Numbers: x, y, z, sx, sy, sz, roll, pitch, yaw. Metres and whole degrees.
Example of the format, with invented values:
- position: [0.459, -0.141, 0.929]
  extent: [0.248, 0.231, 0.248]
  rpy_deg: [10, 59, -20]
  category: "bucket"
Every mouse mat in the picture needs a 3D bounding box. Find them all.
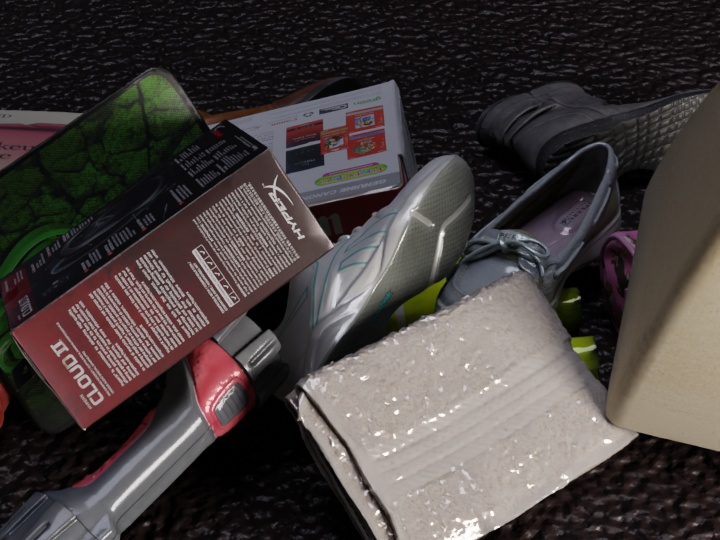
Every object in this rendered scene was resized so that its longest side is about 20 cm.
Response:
- position: [-0.163, -0.012, 1.147]
  extent: [0.199, 0.162, 0.008]
  rpy_deg: [-35, 16, -6]
  category: "mouse mat"

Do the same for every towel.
- position: [0.062, 0.087, 1.069]
  extent: [0.199, 0.035, 0.133]
  rpy_deg: [-27, 77, -32]
  category: "towel"

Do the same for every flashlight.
- position: [-0.129, 0.104, 1.055]
  extent: [0.068, 0.068, 0.200]
  rpy_deg: [44, 67, 6]
  category: "flashlight"

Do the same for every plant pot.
- position: [0.269, -0.015, 1.069]
  extent: [0.198, 0.178, 0.201]
  rpy_deg: [13, 52, 6]
  category: "plant pot"

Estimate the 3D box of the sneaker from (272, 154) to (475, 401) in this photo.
- position: [0.000, 0.000, 1.147]
  extent: [0.080, 0.071, 0.201]
  rpy_deg: [21, 66, 39]
  category: "sneaker"

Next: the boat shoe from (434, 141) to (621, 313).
- position: [0.116, -0.020, 1.207]
  extent: [0.074, 0.065, 0.202]
  rpy_deg: [22, 38, 30]
  category: "boat shoe"

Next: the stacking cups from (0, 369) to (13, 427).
- position: [-0.259, 0.121, 1.094]
  extent: [0.060, 0.061, 0.200]
  rpy_deg: [3, 27, 9]
  category: "stacking cups"

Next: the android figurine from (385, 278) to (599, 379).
- position: [0.054, 0.047, 1.197]
  extent: [0.198, 0.041, 0.183]
  rpy_deg: [-2, 32, -2]
  category: "android figurine"

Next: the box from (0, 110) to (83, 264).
- position: [-0.256, -0.029, 1.245]
  extent: [0.126, 0.110, 0.200]
  rpy_deg: [1, 24, -2]
  category: "box"

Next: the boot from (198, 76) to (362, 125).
- position: [-0.116, -0.116, 1.475]
  extent: [0.199, 0.069, 0.188]
  rpy_deg: [12, 42, 36]
  category: "boot"

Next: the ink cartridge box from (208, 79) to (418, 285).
- position: [-0.059, -0.043, 1.267]
  extent: [0.198, 0.085, 0.176]
  rpy_deg: [-12, 28, 6]
  category: "ink cartridge box"

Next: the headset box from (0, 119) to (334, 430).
- position: [-0.129, 0.003, 1.076]
  extent: [0.199, 0.078, 0.149]
  rpy_deg: [-37, 17, -5]
  category: "headset box"

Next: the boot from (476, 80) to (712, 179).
- position: [0.202, -0.122, 1.437]
  extent: [0.198, 0.070, 0.132]
  rpy_deg: [-10, 27, -19]
  category: "boot"

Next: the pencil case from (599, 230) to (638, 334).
- position: [0.260, -0.003, 1.224]
  extent: [0.198, 0.087, 0.083]
  rpy_deg: [-11, 68, -13]
  category: "pencil case"
